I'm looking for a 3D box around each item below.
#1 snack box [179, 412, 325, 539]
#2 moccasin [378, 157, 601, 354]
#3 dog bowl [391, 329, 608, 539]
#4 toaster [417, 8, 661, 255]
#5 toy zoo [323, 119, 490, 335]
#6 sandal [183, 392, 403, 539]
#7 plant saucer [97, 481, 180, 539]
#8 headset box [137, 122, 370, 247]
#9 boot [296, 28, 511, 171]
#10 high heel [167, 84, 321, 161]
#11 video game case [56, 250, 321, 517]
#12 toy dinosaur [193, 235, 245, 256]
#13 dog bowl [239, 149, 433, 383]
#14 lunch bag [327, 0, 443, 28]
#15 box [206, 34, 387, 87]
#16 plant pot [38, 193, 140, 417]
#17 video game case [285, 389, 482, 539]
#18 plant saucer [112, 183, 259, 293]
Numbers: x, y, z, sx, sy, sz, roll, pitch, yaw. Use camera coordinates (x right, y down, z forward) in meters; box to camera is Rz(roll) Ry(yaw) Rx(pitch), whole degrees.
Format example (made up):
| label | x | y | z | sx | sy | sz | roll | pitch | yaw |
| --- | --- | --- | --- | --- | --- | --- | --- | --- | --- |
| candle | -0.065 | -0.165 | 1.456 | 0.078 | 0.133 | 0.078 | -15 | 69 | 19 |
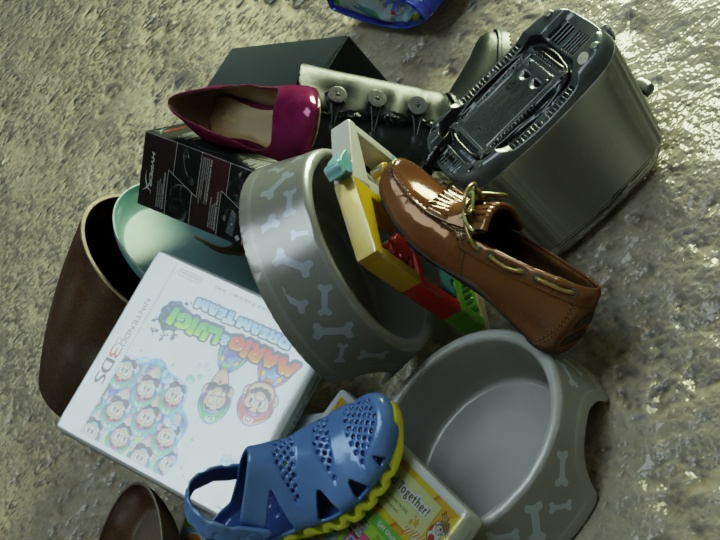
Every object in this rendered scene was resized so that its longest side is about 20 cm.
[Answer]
| label | x | y | z | sx | sy | sz | roll | pitch | yaw |
| --- | --- | --- | --- | --- | --- | --- | --- | --- | --- |
| snack box | -0.061 | 0.195 | 1.085 | 0.198 | 0.053 | 0.144 | -13 | 49 | 41 |
| moccasin | 0.093 | -0.025 | 0.972 | 0.201 | 0.073 | 0.078 | 44 | 124 | 31 |
| dog bowl | 0.089 | 0.133 | 0.975 | 0.199 | 0.059 | 0.202 | -30 | 39 | 27 |
| toaster | 0.149 | -0.101 | 1.066 | 0.200 | 0.129 | 0.114 | -45 | 34 | 4 |
| toy zoo | 0.033 | -0.037 | 1.051 | 0.020 | 0.199 | 0.133 | -29 | 52 | 24 |
| sandal | -0.054 | 0.153 | 0.953 | 0.199 | 0.087 | 0.080 | -39 | 35 | 17 |
| plant saucer | -0.192 | 0.283 | 1.111 | 0.200 | 0.032 | 0.203 | -35 | 49 | 53 |
| headset box | -0.085 | -0.079 | 1.229 | 0.198 | 0.148 | 0.078 | 22 | 114 | 25 |
| boot | 0.038 | -0.161 | 1.197 | 0.197 | 0.066 | 0.167 | 4 | 56 | 1 |
| high heel | -0.101 | -0.131 | 1.125 | 0.200 | 0.095 | 0.069 | -179 | 98 | -68 |
| video game case | -0.140 | 0.096 | 1.121 | 0.198 | 0.024 | 0.184 | 22 | 74 | 25 |
| toy dinosaur | -0.094 | -0.027 | 1.281 | 0.200 | 0.100 | 0.059 | -52 | -25 | -66 |
| dog bowl | -0.012 | -0.006 | 1.043 | 0.058 | 0.200 | 0.202 | -29 | 39 | 23 |
| lunch bag | 0.052 | -0.361 | 1.437 | 0.199 | 0.128 | 0.171 | 29 | 77 | 42 |
| box | -0.051 | -0.159 | 1.332 | 0.199 | 0.141 | 0.080 | 6 | 62 | 49 |
| plant pot | -0.242 | 0.060 | 1.325 | 0.201 | 0.185 | 0.188 | -51 | 30 | 29 |
| video game case | -0.019 | 0.205 | 0.961 | 0.183 | 0.023 | 0.200 | -53 | 34 | 1 |
| plant saucer | -0.151 | -0.015 | 1.279 | 0.028 | 0.198 | 0.201 | -60 | 27 | 30 |
